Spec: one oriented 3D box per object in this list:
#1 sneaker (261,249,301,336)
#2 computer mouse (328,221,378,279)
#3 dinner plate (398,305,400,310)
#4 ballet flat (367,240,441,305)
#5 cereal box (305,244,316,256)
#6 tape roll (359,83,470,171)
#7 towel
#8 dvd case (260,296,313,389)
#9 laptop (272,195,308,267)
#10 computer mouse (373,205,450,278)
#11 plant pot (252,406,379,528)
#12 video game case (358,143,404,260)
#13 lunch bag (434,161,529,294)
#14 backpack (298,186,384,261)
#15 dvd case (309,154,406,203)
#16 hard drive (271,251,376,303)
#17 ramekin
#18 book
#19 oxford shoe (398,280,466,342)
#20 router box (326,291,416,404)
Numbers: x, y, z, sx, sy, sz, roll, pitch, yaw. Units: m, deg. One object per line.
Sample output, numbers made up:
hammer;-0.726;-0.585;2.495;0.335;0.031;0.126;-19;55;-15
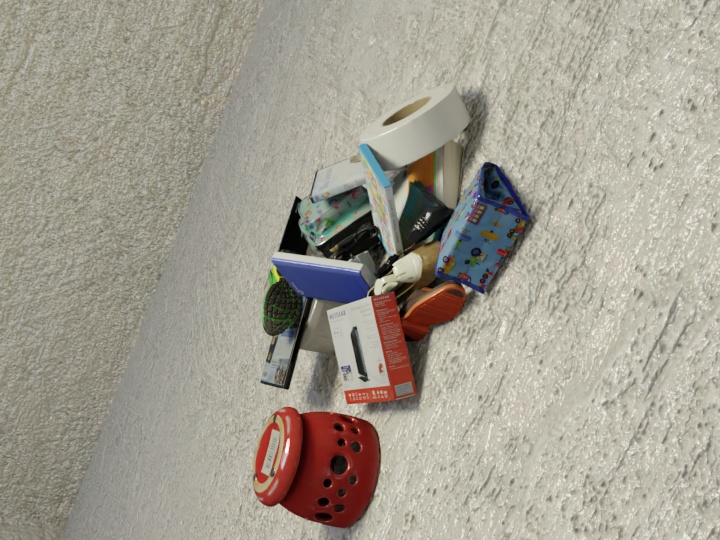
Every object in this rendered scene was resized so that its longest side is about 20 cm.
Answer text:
sneaker;-0.163;0.057;1.869;0.085;0.078;0.201;124;163;-44
computer mouse;0.000;0.000;1.775;0.109;0.201;0.044;-37;57;-16
dinner plate;0.018;0.135;1.766;0.200;0.024;0.201;-49;32;45
ballet flat;0.074;0.011;1.607;0.200;0.072;0.068;-40;60;49
cereal box;-0.150;-0.026;2.231;0.144;0.039;0.201;-44;36;45
tape roll;0.099;-0.263;1.677;0.202;0.071;0.203;-29;17;10
towel;0.097;-0.049;1.671;0.147;0.022;0.201;51;129;57
dvd case;-0.151;0.141;1.879;0.142;0.017;0.201;-4;69;65
laptop;-0.177;-0.069;2.152;0.200;0.103;0.178;1;71;61
computer mouse;0.083;-0.052;1.589;0.200;0.059;0.034;-44;79;33
plant pot;-0.089;0.348;1.653;0.201;0.181;0.201;-51;29;43
video game case;0.040;-0.111;1.650;0.143;0.018;0.201;-117;11;-48
lunch bag;0.184;-0.085;1.492;0.200;0.094;0.151;-93;27;-61
backpack;-0.039;-0.105;1.889;0.177;0.151;0.200;-36;20;-3
dvd case;-0.002;-0.200;1.809;0.199;0.018;0.143;-20;25;12
hard drive;-0.058;0.019;1.733;0.199;0.132;0.025;8;61;31
ramekin;-0.085;0.079;1.930;0.200;0.104;0.201;-47;34;46
book;0.118;-0.146;1.720;0.200;0.048;0.135;-29;51;59
oxford shoe;0.114;0.053;1.554;0.200;0.071;0.073;-40;35;52
router box;0.016;0.143;1.630;0.200;0.049;0.181;-23;79;64
